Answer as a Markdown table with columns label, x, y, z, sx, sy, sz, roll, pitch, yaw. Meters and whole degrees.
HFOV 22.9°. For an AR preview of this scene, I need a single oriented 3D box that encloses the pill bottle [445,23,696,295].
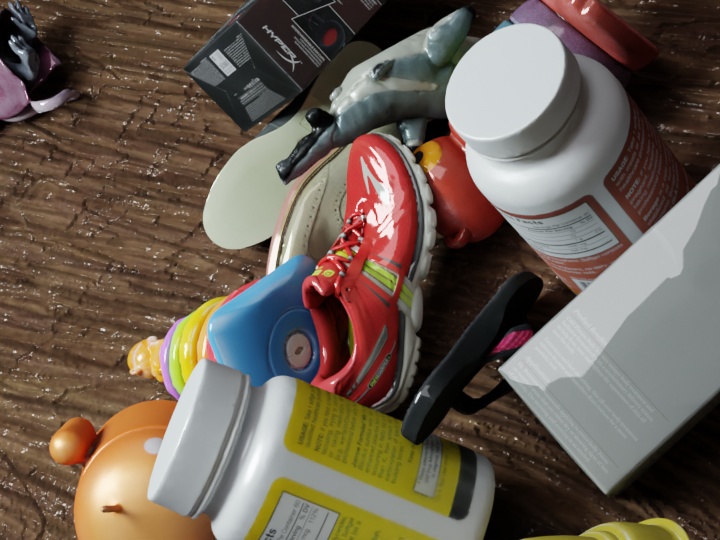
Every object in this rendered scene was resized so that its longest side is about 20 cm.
| label | x | y | z | sx | sy | sz | roll | pitch | yaw |
| --- | --- | --- | --- | --- | --- | --- | --- | --- | --- |
| pill bottle | 0.138 | -0.068 | 1.149 | 0.111 | 0.200 | 0.113 | -18 | 52 | 25 |

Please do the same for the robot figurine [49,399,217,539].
| label | x | y | z | sx | sy | sz | roll | pitch | yaw |
| --- | --- | --- | --- | --- | --- | --- | --- | --- | --- |
| robot figurine | -0.137 | 0.157 | 1.231 | 0.116 | 0.145 | 0.200 | -20 | 8 | -3 |

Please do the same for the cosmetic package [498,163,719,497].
| label | x | y | z | sx | sy | sz | roll | pitch | yaw |
| --- | --- | --- | --- | --- | --- | --- | --- | --- | --- |
| cosmetic package | 0.193 | 0.036 | 1.098 | 0.200 | 0.090 | 0.107 | -41 | 76 | 3 |

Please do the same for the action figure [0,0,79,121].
| label | x | y | z | sx | sy | sz | roll | pitch | yaw |
| --- | --- | --- | --- | --- | --- | --- | --- | --- | --- |
| action figure | -0.362 | -0.151 | 1.670 | 0.149 | 0.134 | 0.200 | 45 | 109 | 3 |

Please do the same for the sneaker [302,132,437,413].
| label | x | y | z | sx | sy | sz | roll | pitch | yaw |
| --- | --- | --- | --- | --- | --- | --- | --- | --- | --- |
| sneaker | 0.000 | 0.000 | 1.241 | 0.077 | 0.084 | 0.202 | -8 | 78 | 55 |

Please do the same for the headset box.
| label | x | y | z | sx | sy | sz | roll | pitch | yaw |
| --- | --- | --- | --- | --- | --- | --- | --- | --- | --- |
| headset box | -0.031 | -0.215 | 1.391 | 0.200 | 0.075 | 0.148 | -49 | 11 | -21 |

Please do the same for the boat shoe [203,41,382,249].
| label | x | y | z | sx | sy | sz | roll | pitch | yaw |
| --- | --- | --- | --- | --- | --- | --- | --- | --- | --- |
| boat shoe | -0.048 | -0.098 | 1.406 | 0.200 | 0.071 | 0.063 | -51 | 3 | 1 |

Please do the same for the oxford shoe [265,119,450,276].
| label | x | y | z | sx | sy | sz | roll | pitch | yaw |
| --- | --- | --- | --- | --- | --- | --- | --- | --- | --- |
| oxford shoe | -0.001 | -0.053 | 1.336 | 0.073 | 0.071 | 0.201 | 21 | 77 | 37 |

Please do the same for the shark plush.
| label | x | y | z | sx | sy | sz | roll | pitch | yaw |
| --- | --- | --- | --- | --- | --- | --- | --- | --- | --- |
| shark plush | 0.030 | -0.120 | 1.298 | 0.199 | 0.084 | 0.091 | -32 | 6 | -28 |

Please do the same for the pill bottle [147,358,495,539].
| label | x | y | z | sx | sy | sz | roll | pitch | yaw |
| --- | --- | --- | --- | --- | --- | --- | --- | --- | --- |
| pill bottle | -0.026 | 0.135 | 1.124 | 0.114 | 0.198 | 0.115 | -157 | 90 | -81 |

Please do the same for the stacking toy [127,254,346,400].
| label | x | y | z | sx | sy | sz | roll | pitch | yaw |
| --- | --- | --- | --- | --- | --- | --- | --- | --- | --- |
| stacking toy | -0.109 | 0.065 | 1.318 | 0.199 | 0.111 | 0.116 | -7 | 22 | 46 |

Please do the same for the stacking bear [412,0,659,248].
| label | x | y | z | sx | sy | sz | roll | pitch | yaw |
| --- | --- | --- | --- | --- | --- | --- | --- | --- | --- |
| stacking bear | 0.109 | -0.109 | 1.264 | 0.201 | 0.113 | 0.122 | -52 | 35 | 11 |

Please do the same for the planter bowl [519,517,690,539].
| label | x | y | z | sx | sy | sz | roll | pitch | yaw |
| --- | --- | --- | --- | --- | --- | --- | --- | --- | --- |
| planter bowl | 0.099 | 0.215 | 1.005 | 0.201 | 0.083 | 0.201 | -59 | 11 | 19 |

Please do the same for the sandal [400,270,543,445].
| label | x | y | z | sx | sy | sz | roll | pitch | yaw |
| --- | --- | --- | --- | --- | --- | --- | --- | --- | --- |
| sandal | 0.083 | 0.063 | 1.157 | 0.045 | 0.200 | 0.076 | 28 | 121 | 11 |
